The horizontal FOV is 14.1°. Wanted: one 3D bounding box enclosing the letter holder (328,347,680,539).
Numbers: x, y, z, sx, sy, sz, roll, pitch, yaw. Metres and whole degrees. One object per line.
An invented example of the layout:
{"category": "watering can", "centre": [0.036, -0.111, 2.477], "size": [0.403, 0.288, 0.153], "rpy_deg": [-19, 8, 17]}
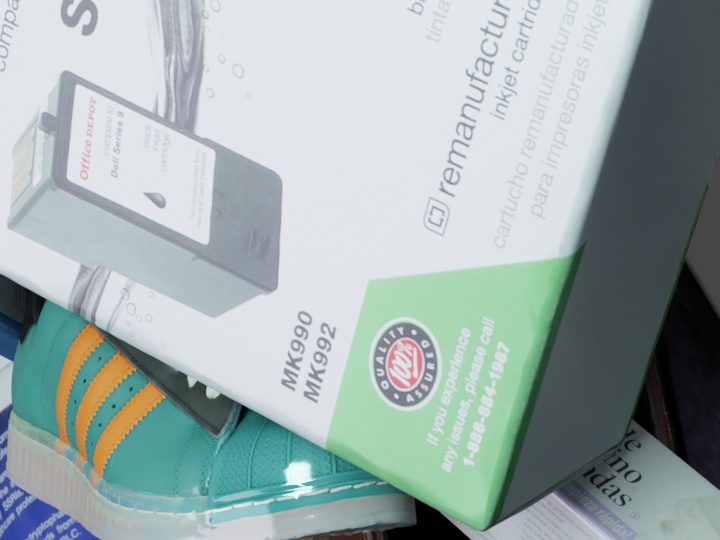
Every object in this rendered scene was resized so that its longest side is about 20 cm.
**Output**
{"category": "letter holder", "centre": [0.000, 0.000, 0.894], "size": [0.200, 0.100, 0.143], "rpy_deg": [-156, 52, -65]}

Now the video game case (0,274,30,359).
{"category": "video game case", "centre": [-0.121, -0.084, 0.888], "size": [0.143, 0.018, 0.201], "rpy_deg": [42, -134, -70]}

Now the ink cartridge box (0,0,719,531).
{"category": "ink cartridge box", "centre": [-0.016, -0.049, 0.719], "size": [0.199, 0.084, 0.147], "rpy_deg": [26, 115, 23]}

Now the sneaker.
{"category": "sneaker", "centre": [-0.049, 0.028, 0.800], "size": [0.200, 0.071, 0.081], "rpy_deg": [9, 102, 60]}

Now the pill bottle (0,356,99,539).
{"category": "pill bottle", "centre": [-0.106, 0.091, 1.238], "size": [0.201, 0.119, 0.120], "rpy_deg": [62, 159, 25]}

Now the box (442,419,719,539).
{"category": "box", "centre": [0.090, 0.087, 0.733], "size": [0.200, 0.039, 0.042], "rpy_deg": [39, 138, 31]}
